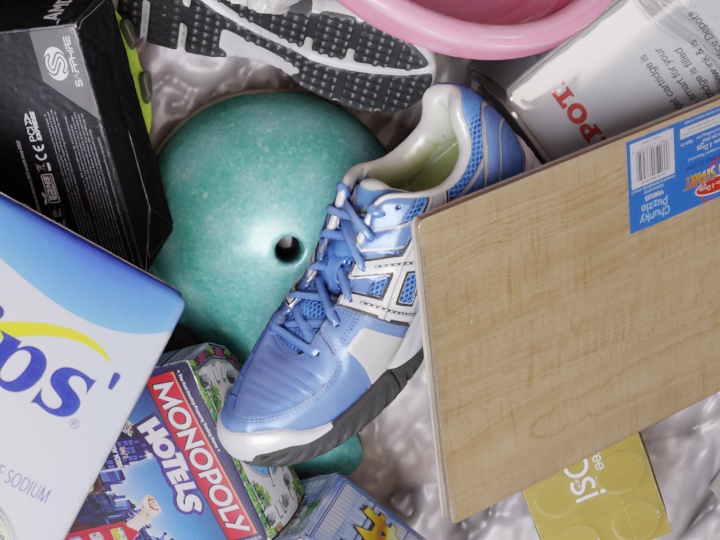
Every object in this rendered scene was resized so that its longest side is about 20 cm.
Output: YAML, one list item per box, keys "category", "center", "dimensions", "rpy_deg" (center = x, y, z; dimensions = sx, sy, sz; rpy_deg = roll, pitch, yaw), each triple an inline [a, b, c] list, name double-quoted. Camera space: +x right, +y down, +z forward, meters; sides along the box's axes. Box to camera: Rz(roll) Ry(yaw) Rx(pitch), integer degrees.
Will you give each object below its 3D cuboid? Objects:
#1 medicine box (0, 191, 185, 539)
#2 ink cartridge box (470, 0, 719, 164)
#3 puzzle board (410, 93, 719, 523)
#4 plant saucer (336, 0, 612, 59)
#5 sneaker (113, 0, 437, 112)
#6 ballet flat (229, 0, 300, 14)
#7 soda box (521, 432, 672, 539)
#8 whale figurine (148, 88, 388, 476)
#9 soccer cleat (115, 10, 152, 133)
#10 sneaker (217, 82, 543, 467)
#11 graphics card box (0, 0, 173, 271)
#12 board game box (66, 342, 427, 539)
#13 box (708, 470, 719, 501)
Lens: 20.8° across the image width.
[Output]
- category: "medicine box"
  center: [-0.199, 0.063, 0.805]
  dimensions: [0.182, 0.103, 0.201]
  rpy_deg: [28, 73, -6]
- category: "ink cartridge box"
  center: [0.176, -0.101, 0.972]
  dimensions: [0.200, 0.083, 0.147]
  rpy_deg: [-38, 108, 1]
- category: "puzzle board"
  center: [0.109, 0.012, 0.900]
  dimensions: [0.199, 0.017, 0.151]
  rpy_deg: [-23, 119, -29]
- category: "plant saucer"
  center: [0.033, -0.183, 0.902]
  dimensions: [0.200, 0.051, 0.202]
  rpy_deg: [11, 65, -23]
- category: "sneaker"
  center: [-0.052, -0.143, 0.939]
  dimensions: [0.199, 0.080, 0.074]
  rpy_deg: [22, 142, -3]
- category: "ballet flat"
  center: [-0.090, -0.179, 0.873]
  dimensions: [0.071, 0.072, 0.200]
  rpy_deg: [-22, 62, -12]
- category: "soda box"
  center: [0.093, 0.052, 0.983]
  dimensions: [0.067, 0.064, 0.201]
  rpy_deg: [-21, 120, 2]
- category: "whale figurine"
  center: [-0.038, 0.015, 0.952]
  dimensions: [0.158, 0.104, 0.201]
  rpy_deg: [-4, 104, -9]
- category: "soccer cleat"
  center: [-0.177, -0.127, 0.917]
  dimensions: [0.200, 0.084, 0.065]
  rpy_deg: [46, 51, -16]
- category: "sneaker"
  center: [0.000, 0.000, 0.870]
  dimensions: [0.200, 0.076, 0.077]
  rpy_deg: [-51, 132, -19]
- category: "graphics card box"
  center: [-0.195, -0.054, 0.888]
  dimensions: [0.199, 0.051, 0.126]
  rpy_deg: [-4, 118, 18]
- category: "board game box"
  center: [-0.072, 0.126, 0.949]
  dimensions: [0.199, 0.062, 0.201]
  rpy_deg: [-14, 110, 26]
- category: "box"
  center: [0.296, 0.080, 1.016]
  dimensions: [0.109, 0.128, 0.200]
  rpy_deg: [32, 98, -17]
